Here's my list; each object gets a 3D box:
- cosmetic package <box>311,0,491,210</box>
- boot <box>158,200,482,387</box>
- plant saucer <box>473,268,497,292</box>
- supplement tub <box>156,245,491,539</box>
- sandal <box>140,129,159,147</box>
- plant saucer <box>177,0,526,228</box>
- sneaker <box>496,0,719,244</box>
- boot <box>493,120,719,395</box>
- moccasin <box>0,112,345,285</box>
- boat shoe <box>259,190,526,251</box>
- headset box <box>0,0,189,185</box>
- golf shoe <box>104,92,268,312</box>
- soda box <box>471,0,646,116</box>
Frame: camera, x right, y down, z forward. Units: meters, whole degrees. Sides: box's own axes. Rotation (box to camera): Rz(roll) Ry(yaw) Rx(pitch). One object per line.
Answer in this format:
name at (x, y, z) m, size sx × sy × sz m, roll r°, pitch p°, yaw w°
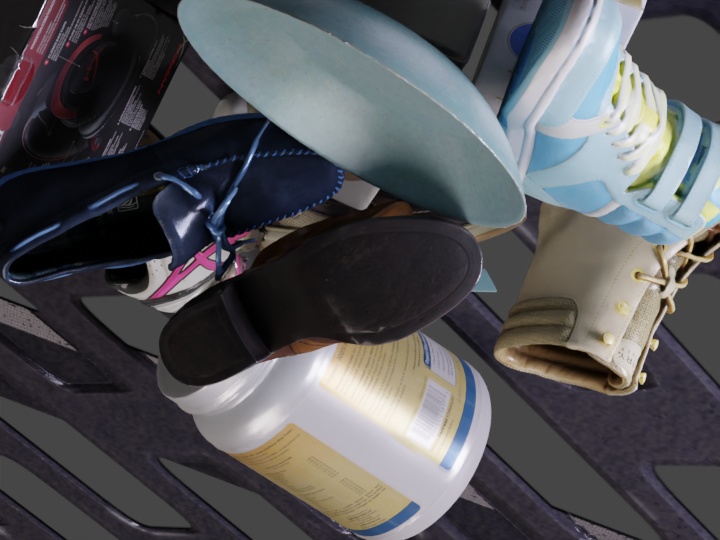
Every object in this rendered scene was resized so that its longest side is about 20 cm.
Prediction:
cosmetic package at (0.012, -0.124, 1.429) m, size 0.071 × 0.105 × 0.200 m, roll 24°, pitch 153°, yaw -6°
boot at (0.000, 0.000, 1.464) m, size 0.188 × 0.200 × 0.069 m, roll -27°, pitch 95°, yaw 21°
plant saucer at (0.019, 0.004, 1.661) m, size 0.070 × 0.019 × 0.200 m, roll 2°, pitch 178°, yaw 24°
supplement tub at (-0.025, 0.083, 1.810) m, size 0.200 × 0.145 × 0.145 m, roll 35°, pitch 151°, yaw -27°
sandal at (-0.153, -0.071, 1.713) m, size 0.200 × 0.055 × 0.082 m, roll 18°, pitch 132°, yaw -32°
plant saucer at (0.004, -0.092, 1.305) m, size 0.201 × 0.039 × 0.201 m, roll 31°, pitch 168°, yaw 7°
sneaker at (0.137, -0.077, 1.313) m, size 0.130 × 0.080 × 0.200 m, roll 21°, pitch 164°, yaw 2°
boot at (0.177, -0.005, 1.475) m, size 0.200 × 0.156 × 0.073 m, roll 3°, pitch 149°, yaw 32°
moccasin at (-0.102, -0.026, 1.414) m, size 0.200 × 0.068 × 0.081 m, roll -16°, pitch 131°, yaw 1°
boat shoe at (0.013, -0.044, 1.624) m, size 0.200 × 0.072 × 0.065 m, roll -2°, pitch 102°, yaw 44°
headset box at (-0.189, -0.105, 1.473) m, size 0.075 × 0.149 × 0.200 m, roll 27°, pitch -178°, yaw 20°
golf shoe at (-0.105, -0.038, 1.661) m, size 0.092 × 0.073 × 0.200 m, roll 7°, pitch 139°, yaw -14°
soda box at (0.104, -0.125, 1.403) m, size 0.068 × 0.064 × 0.200 m, roll 20°, pitch 154°, yaw 0°
